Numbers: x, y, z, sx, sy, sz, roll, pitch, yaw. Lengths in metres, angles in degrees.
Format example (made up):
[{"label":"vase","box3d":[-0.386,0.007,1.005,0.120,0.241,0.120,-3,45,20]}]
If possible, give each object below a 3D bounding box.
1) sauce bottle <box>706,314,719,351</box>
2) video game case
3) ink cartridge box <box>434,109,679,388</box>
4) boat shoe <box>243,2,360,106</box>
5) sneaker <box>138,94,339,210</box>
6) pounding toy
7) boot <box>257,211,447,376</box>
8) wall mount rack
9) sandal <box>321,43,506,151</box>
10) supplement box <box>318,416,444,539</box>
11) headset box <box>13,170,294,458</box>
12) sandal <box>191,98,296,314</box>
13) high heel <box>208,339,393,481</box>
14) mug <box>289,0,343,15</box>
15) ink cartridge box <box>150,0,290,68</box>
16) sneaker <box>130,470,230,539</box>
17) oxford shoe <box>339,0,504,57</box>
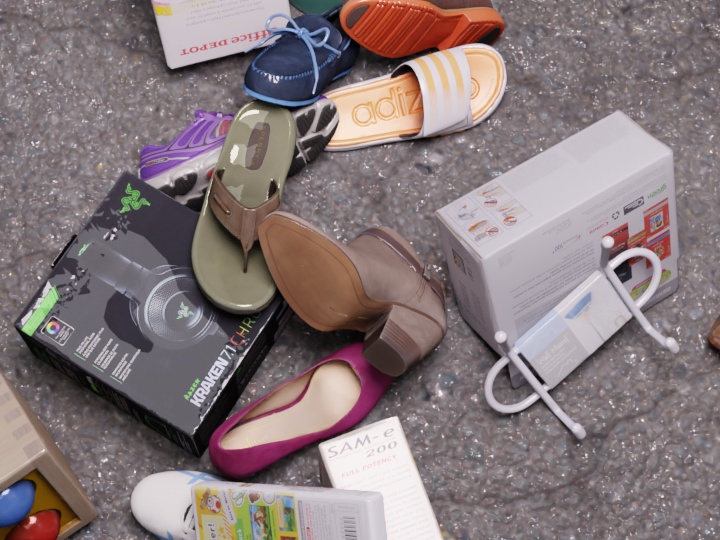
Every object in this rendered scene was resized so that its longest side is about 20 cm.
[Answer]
[{"label":"sauce bottle","box3d":[0.412,0.095,1.141,0.200,0.066,0.066,35,73,10]},{"label":"video game case","box3d":[-0.050,0.269,0.994,0.181,0.023,0.201,-3,95,35]},{"label":"ink cartridge box","box3d":[0.184,-0.016,1.144,0.199,0.176,0.084,-29,44,-12]},{"label":"boat shoe","box3d":[-0.054,-0.208,1.168,0.084,0.069,0.200,21,28,6]},{"label":"sneaker","box3d":[-0.118,-0.126,1.183,0.199,0.081,0.084,-21,62,0]},{"label":"pounding toy","box3d":[-0.324,0.213,1.021,0.199,0.184,0.142,-34,64,-13]},{"label":"boot","box3d":[0.000,0.000,1.107,0.070,0.146,0.200,-32,107,27]},{"label":"wall mount rack","box3d":[0.186,0.050,1.086,0.200,0.174,0.075,-42,37,0]},{"label":"sandal","box3d":[0.047,-0.158,1.206,0.205,0.059,0.080,-18,95,-5]},{"label":"supplement box","box3d":[0.030,0.235,1.044,0.073,0.126,0.201,-19,74,-8]},{"label":"headset box","box3d":[-0.181,0.035,1.121,0.199,0.093,0.175,31,72,8]},{"label":"sandal","box3d":[-0.100,-0.061,1.081,0.079,0.057,0.202,6,71,-2]},{"label":"high heel","box3d":[-0.042,0.115,1.097,0.200,0.096,0.067,-39,76,-14]},{"label":"mug","box3d":[-0.005,-0.350,1.250,0.152,0.115,0.185,38,74,10]},{"label":"ink cartridge box","box3d":[-0.144,-0.298,1.193,0.128,0.201,0.126,-14,54,-7]},{"label":"sneaker","box3d":[-0.103,0.220,1.073,0.199,0.073,0.072,21,73,6]},{"label":"oxford shoe","box3d":[0.050,-0.252,1.210,0.199,0.071,0.073,-3,61,-45]}]
